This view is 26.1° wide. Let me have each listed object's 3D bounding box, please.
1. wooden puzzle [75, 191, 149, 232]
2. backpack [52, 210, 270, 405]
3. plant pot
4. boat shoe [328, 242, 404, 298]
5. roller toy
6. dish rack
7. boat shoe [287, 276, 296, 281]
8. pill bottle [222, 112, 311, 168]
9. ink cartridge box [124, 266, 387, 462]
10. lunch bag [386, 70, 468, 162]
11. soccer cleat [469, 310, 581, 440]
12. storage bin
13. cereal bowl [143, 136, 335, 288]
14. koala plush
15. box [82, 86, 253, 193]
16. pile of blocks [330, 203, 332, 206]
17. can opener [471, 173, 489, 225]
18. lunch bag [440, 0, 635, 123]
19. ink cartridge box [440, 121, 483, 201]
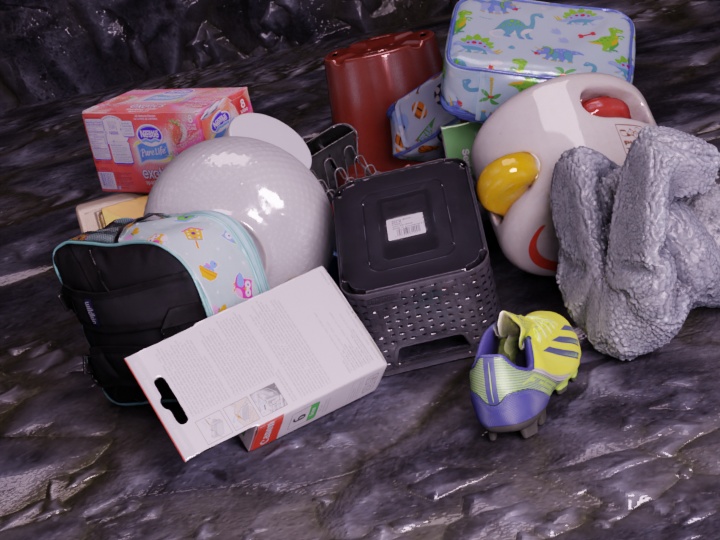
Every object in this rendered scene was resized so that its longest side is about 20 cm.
[{"bbox_3d":[-0.223,-0.033,1.789,0.183,0.037,0.201,-16,52,-9],"label":"wooden puzzle"},{"bbox_3d":[-0.165,0.030,1.436,0.152,0.178,0.199,-25,15,-37],"label":"backpack"},{"bbox_3d":[0.045,-0.196,1.994,0.198,0.198,0.201,-12,16,3],"label":"plant pot"},{"bbox_3d":[0.000,0.000,1.614,0.068,0.085,0.199,-25,36,-38],"label":"boat shoe"},{"bbox_3d":[0.206,-0.086,1.485,0.181,0.141,0.200,-22,-30,8],"label":"roller toy"},{"bbox_3d":[-0.025,-0.068,1.734,0.153,0.055,0.200,-33,45,-12],"label":"dish rack"},{"bbox_3d":[-0.052,0.055,1.442,0.071,0.077,0.200,-14,17,-8],"label":"boat shoe"},{"bbox_3d":[-0.136,-0.062,1.654,0.114,0.114,0.201,-35,-17,-53],"label":"pill bottle"},{"bbox_3d":[-0.089,0.086,1.306,0.198,0.109,0.051,-25,-23,-25],"label":"ink cartridge box"},{"bbox_3d":[0.133,-0.180,1.786,0.159,0.077,0.199,1,-16,-38],"label":"lunch bag"},{"bbox_3d":[0.134,0.063,1.246,0.064,0.085,0.200,-7,17,21],"label":"soccer cleat"},{"bbox_3d":[0.052,-0.008,1.441,0.133,0.095,0.201,-13,32,4],"label":"storage bin"},{"bbox_3d":[-0.128,-0.027,1.552,0.197,0.202,0.084,-9,23,16],"label":"cereal bowl"},{"bbox_3d":[0.283,-0.016,1.319,0.198,0.187,0.177,2,-4,-25],"label":"koala plush"},{"bbox_3d":[-0.219,-0.153,1.813,0.198,0.104,0.094,3,25,40],"label":"box"},{"bbox_3d":[-0.014,-0.055,1.811,0.081,0.063,0.199,1,22,42],"label":"pile of blocks"},{"bbox_3d":[0.126,-0.073,1.629,0.200,0.053,0.066,-42,-14,14],"label":"can opener"},{"bbox_3d":[0.186,-0.216,1.614,0.197,0.083,0.162,7,42,4],"label":"lunch bag"},{"bbox_3d":[0.199,-0.123,1.722,0.197,0.089,0.145,-13,-12,8],"label":"ink cartridge box"}]
